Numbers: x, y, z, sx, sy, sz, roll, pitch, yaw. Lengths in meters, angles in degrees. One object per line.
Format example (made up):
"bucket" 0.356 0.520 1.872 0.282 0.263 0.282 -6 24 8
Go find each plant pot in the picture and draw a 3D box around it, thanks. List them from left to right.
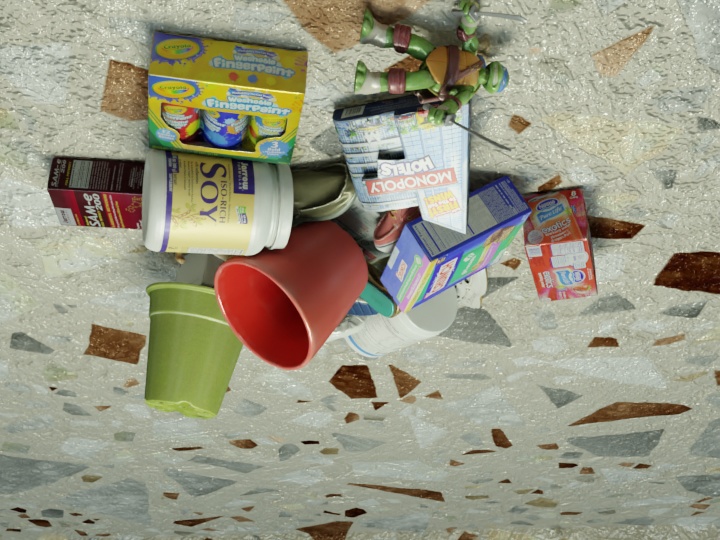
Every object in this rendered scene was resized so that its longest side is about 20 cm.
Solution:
"plant pot" -0.278 0.141 1.710 0.198 0.192 0.200 9 163 3
"plant pot" -0.094 0.024 1.576 0.199 0.177 0.202 27 137 28

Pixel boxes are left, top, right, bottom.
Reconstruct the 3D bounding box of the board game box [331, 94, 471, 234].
"board game box" 0.078 -0.140 1.427 0.198 0.062 0.201 -8 123 17

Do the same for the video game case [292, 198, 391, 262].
"video game case" -0.036 -0.067 1.676 0.181 0.023 0.200 -20 141 33

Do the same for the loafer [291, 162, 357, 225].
"loafer" -0.087 -0.113 1.550 0.199 0.076 0.069 -19 150 33

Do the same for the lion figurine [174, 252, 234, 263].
"lion figurine" -0.227 -0.049 1.651 0.199 0.123 0.073 32 -172 -8

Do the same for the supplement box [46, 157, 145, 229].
"supplement box" -0.367 -0.115 1.574 0.198 0.061 0.109 3 152 -2

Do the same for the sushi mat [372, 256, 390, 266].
"sushi mat" 0.056 -0.019 1.783 0.198 0.012 0.096 -4 152 9

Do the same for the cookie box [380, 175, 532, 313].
"cookie box" 0.144 -0.039 1.579 0.199 0.076 0.172 -26 161 -24

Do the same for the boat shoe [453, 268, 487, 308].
"boat shoe" 0.181 0.014 1.777 0.068 0.071 0.201 -1 153 0

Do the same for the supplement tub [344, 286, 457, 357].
"supplement tub" 0.063 0.070 1.799 0.131 0.133 0.200 18 154 -28

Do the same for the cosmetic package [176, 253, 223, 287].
"cosmetic package" -0.214 0.030 1.808 0.199 0.086 0.107 20 150 -32

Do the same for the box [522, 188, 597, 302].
"box" 0.321 -0.037 1.652 0.099 0.096 0.200 -7 151 15

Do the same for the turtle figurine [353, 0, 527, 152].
"turtle figurine" 0.093 -0.252 1.226 0.192 0.201 0.145 7 117 -3

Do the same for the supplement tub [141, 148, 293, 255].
"supplement tub" -0.204 -0.096 1.456 0.198 0.147 0.146 2 153 -17

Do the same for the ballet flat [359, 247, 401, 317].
"ballet flat" 0.000 0.000 1.669 0.199 0.072 0.068 34 131 20

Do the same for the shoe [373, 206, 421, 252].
"shoe" 0.064 -0.107 1.552 0.090 0.072 0.200 24 132 -31

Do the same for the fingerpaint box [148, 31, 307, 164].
"fingerpaint box" -0.178 -0.222 1.356 0.198 0.074 0.167 6 152 -9

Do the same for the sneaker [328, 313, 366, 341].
"sneaker" -0.080 0.101 1.791 0.198 0.079 0.100 -9 149 13

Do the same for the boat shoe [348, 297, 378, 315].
"boat shoe" -0.048 0.023 1.722 0.198 0.073 0.072 10 157 10
